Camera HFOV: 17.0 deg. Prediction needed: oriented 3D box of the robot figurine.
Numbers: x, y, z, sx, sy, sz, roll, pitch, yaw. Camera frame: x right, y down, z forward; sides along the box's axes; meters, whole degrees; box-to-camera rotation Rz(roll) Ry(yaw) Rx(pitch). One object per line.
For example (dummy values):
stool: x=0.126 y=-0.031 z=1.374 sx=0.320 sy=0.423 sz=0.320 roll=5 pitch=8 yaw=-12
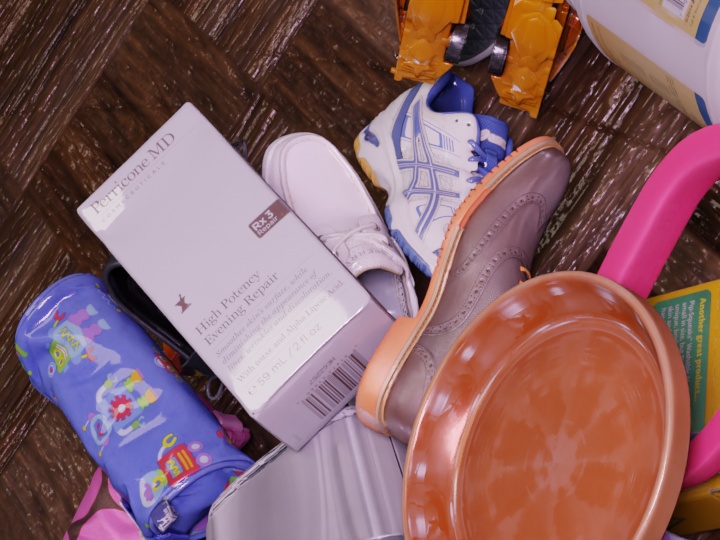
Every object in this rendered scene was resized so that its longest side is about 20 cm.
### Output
robot figurine: x=0.085 y=-0.192 z=1.463 sx=0.058 sy=0.145 sz=0.200 roll=-72 pitch=-3 yaw=-49

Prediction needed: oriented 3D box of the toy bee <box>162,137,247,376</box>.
toy bee: x=-0.058 y=0.005 z=1.603 sx=0.200 sy=0.108 sz=0.131 roll=137 pitch=134 yaw=-61

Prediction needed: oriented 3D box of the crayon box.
crayon box: x=0.158 y=0.084 z=1.333 sx=0.200 sy=0.052 sz=0.126 roll=-18 pitch=56 yaw=43

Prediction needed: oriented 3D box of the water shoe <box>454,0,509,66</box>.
water shoe: x=0.108 y=-0.204 z=1.554 sx=0.072 sy=0.079 sz=0.200 roll=53 pitch=139 yaw=10

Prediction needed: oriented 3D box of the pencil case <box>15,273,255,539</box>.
pencil case: x=-0.147 y=0.092 z=1.539 sx=0.087 sy=0.078 sz=0.200 roll=-44 pitch=57 yaw=4

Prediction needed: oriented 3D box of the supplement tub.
supplement tub: x=0.208 y=-0.157 z=1.339 sx=0.145 sy=0.145 sz=0.200 roll=-55 pitch=39 yaw=9

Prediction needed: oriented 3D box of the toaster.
toaster: x=-0.017 y=0.175 z=1.432 sx=0.200 sy=0.114 sz=0.129 roll=-39 pitch=40 yaw=28

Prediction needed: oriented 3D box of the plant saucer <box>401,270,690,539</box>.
plant saucer: x=0.099 y=0.100 z=1.265 sx=0.200 sy=0.032 sz=0.201 roll=-27 pitch=54 yaw=43

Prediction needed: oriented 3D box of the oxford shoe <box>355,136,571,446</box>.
oxford shoe: x=0.078 y=0.017 z=1.387 sx=0.073 sy=0.071 sz=0.200 roll=26 pitch=82 yaw=32

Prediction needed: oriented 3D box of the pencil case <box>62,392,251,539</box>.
pencil case: x=-0.143 y=0.175 z=1.594 sx=0.094 sy=0.091 sz=0.200 roll=8 pitch=73 yaw=56

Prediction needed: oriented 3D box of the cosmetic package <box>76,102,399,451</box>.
cosmetic package: x=-0.071 y=0.002 z=1.434 sx=0.102 sy=0.074 sz=0.200 roll=-44 pitch=58 yaw=-1

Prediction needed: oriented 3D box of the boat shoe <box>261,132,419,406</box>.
boat shoe: x=0.000 y=0.000 z=1.484 sx=0.200 sy=0.071 sz=0.069 roll=66 pitch=162 yaw=7

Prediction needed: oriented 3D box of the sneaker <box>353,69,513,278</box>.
sneaker: x=0.061 y=-0.056 z=1.506 sx=0.088 sy=0.075 sz=0.200 roll=-46 pitch=42 yaw=17

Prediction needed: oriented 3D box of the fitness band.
fitness band: x=0.181 y=0.020 z=1.247 sx=0.144 sy=0.037 sz=0.200 roll=53 pitch=125 yaw=46

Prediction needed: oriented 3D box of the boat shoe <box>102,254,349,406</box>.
boat shoe: x=-0.083 y=0.045 z=1.536 sx=0.075 sy=0.200 sz=0.062 roll=-52 pitch=-4 yaw=38

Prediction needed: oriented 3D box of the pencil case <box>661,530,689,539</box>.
pencil case: x=0.132 y=0.232 z=1.253 sx=0.091 sy=0.083 sz=0.200 roll=90 pitch=-169 yaw=-72
